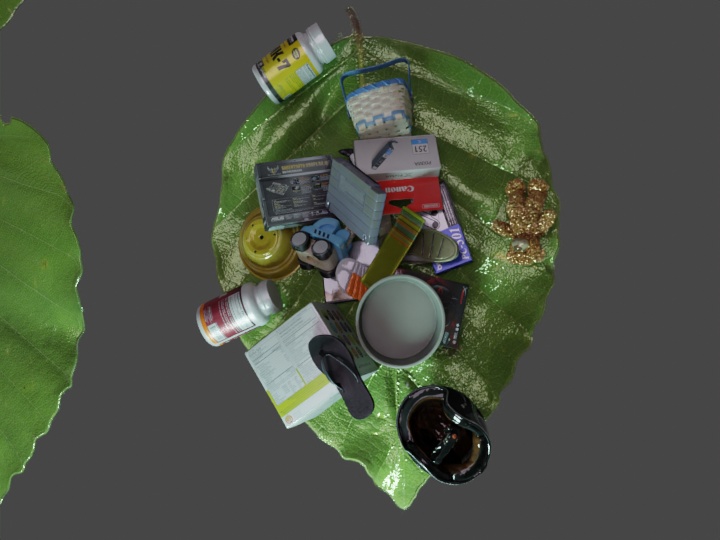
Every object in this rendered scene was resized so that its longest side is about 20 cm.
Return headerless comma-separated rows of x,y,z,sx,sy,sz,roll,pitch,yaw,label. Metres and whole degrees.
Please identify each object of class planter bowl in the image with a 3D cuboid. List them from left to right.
-0.234,-0.078,1.536,0.196,0.083,0.205,-1,85,14,planter bowl

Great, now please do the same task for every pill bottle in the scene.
-0.298,0.100,1.521,0.197,0.113,0.115,-24,79,11,pill bottle
-0.165,-0.525,1.545,0.198,0.114,0.115,-34,78,9,pill bottle

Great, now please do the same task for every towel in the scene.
0.071,-0.044,1.373,0.202,0.018,0.086,-59,37,6,towel

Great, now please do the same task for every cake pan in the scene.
0.086,0.109,1.334,0.196,0.037,0.205,0,93,-4,cake pan

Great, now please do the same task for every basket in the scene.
0.042,-0.407,1.466,0.173,0.139,0.204,-11,73,13,basket

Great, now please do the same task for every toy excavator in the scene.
-0.045,-0.085,1.473,0.192,0.101,0.202,21,63,25,toy excavator

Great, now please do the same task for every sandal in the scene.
-0.038,0.215,1.271,0.076,0.043,0.201,-39,78,8,sandal
0.027,0.049,1.452,0.205,0.059,0.080,33,85,-7,sandal

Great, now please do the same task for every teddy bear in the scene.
0.372,-0.115,1.387,0.143,0.067,0.203,20,90,18,teddy bear

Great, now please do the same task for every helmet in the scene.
0.179,0.349,1.332,0.196,0.191,0.204,-4,106,-14,helmet

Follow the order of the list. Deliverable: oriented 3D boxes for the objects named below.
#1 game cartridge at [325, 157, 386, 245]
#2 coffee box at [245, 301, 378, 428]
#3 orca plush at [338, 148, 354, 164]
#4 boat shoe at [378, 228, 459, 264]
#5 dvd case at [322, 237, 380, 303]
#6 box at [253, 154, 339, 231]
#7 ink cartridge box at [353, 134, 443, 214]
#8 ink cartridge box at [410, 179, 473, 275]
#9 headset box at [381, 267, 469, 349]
-0.012,-0.162,1.384,0.200,0.038,0.132,45,129,43,game cartridge
-0.108,0.211,1.415,0.199,0.199,0.199,-37,77,9,coffee box
-0.022,-0.203,1.487,0.071,0.104,0.203,-31,70,28,orca plush
0.141,-0.053,1.399,0.197,0.068,0.076,9,82,33,boat shoe
0.000,0.000,1.500,0.196,0.018,0.146,-8,82,14,dvd case
-0.151,-0.191,1.497,0.196,0.048,0.162,-11,81,-17,box
0.089,-0.222,1.417,0.196,0.045,0.180,-5,69,-3,ink cartridge box
0.191,-0.100,1.445,0.093,0.044,0.204,-21,80,14,ink cartridge box
0.133,0.083,1.396,0.196,0.075,0.152,14,88,-5,headset box
